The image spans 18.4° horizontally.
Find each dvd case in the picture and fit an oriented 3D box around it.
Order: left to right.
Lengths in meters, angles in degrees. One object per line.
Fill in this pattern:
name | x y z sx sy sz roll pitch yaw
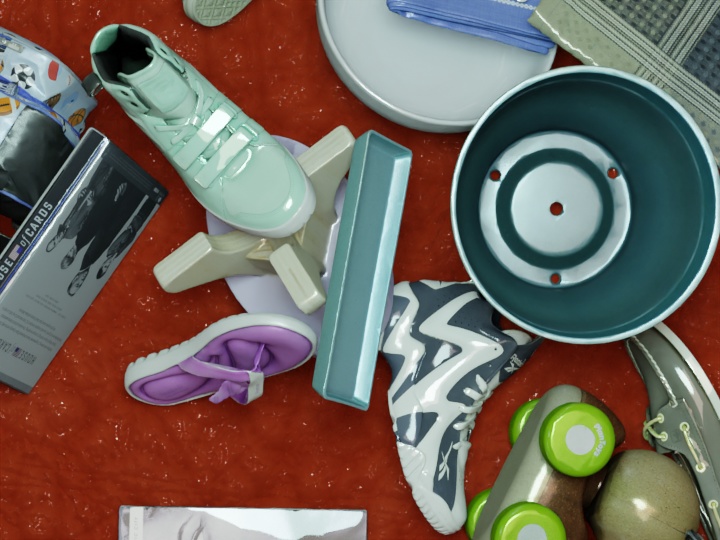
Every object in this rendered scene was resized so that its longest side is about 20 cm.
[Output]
dvd case | -0.234 -0.004 1.718 0.025 0.150 0.201 34 86 18
dvd case | -0.094 0.264 1.763 0.198 0.016 0.150 1 86 1

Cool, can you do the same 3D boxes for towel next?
towel | 0.097 -0.273 1.757 0.143 0.024 0.202 12 64 -10
towel | 0.247 -0.196 1.750 0.200 0.035 0.193 39 59 -1

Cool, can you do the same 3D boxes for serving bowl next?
serving bowl | 0.055 -0.194 1.758 0.198 0.066 0.202 6 67 -14

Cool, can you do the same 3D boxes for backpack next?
backpack | -0.306 -0.119 1.715 0.189 0.200 0.155 20 78 10

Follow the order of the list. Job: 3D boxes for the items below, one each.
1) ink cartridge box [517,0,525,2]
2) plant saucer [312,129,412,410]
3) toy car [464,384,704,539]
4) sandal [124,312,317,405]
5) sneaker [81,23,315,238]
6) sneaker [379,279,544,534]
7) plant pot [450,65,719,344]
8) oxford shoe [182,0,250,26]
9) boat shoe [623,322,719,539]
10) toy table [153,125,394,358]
ink cartridge box | 0.139 -0.320 1.738 0.117 0.067 0.201 33 62 2
plant saucer | 0.000 0.000 1.653 0.019 0.070 0.202 7 82 30
toy car | 0.198 0.195 1.698 0.199 0.164 0.159 27 86 -4
sandal | -0.105 0.082 1.705 0.082 0.202 0.050 21 61 -35
sneaker | -0.123 -0.102 1.621 0.200 0.118 0.074 41 89 23
sneaker | 0.089 0.097 1.742 0.128 0.079 0.201 -15 76 8
plant pot | 0.162 -0.048 1.695 0.198 0.188 0.202 0 91 -1
oxford shoe | -0.072 -0.279 1.783 0.200 0.075 0.058 -41 50 -4
boat shoe | 0.259 0.131 1.743 0.060 0.072 0.203 -31 90 -7
toy table | -0.062 -0.032 1.709 0.184 0.117 0.200 -47 67 2
